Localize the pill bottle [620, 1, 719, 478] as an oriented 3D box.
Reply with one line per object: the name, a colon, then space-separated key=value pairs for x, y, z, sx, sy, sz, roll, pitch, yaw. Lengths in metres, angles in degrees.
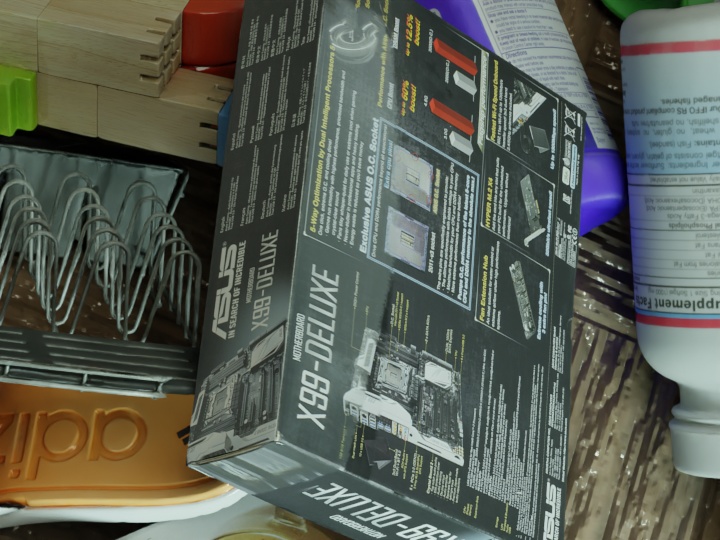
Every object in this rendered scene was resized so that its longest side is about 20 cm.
pill bottle: x=0.171 y=-0.015 z=0.992 sx=0.108 sy=0.109 sz=0.201 roll=-6 pitch=95 yaw=-20

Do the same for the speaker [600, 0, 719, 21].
speaker: x=0.196 y=-0.193 z=1.100 sx=0.200 sy=0.088 sz=0.089 roll=-36 pitch=85 yaw=-26

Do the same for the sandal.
sandal: x=-0.138 y=0.056 z=0.870 sx=0.206 sy=0.059 sz=0.079 roll=-5 pitch=60 yaw=12

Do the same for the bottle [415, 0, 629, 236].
bottle: x=0.052 y=-0.108 z=1.026 sx=0.083 sy=0.065 sz=0.200 roll=-5 pitch=69 yaw=-56

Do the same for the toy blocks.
toy blocks: x=-0.064 y=-0.110 z=0.945 sx=0.136 sy=0.100 sz=0.200 roll=13 pitch=38 yaw=10

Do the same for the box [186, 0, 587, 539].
box: x=0.016 y=0.002 z=0.868 sx=0.158 sy=0.050 sz=0.201 roll=27 pitch=58 yaw=-40

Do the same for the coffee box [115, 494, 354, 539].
coffee box: x=-0.049 y=0.150 z=0.897 sx=0.200 sy=0.080 sz=0.113 roll=-22 pitch=79 yaw=-24

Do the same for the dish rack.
dish rack: x=-0.130 y=-0.005 z=0.876 sx=0.153 sy=0.200 sz=0.055 roll=6 pitch=106 yaw=-17
